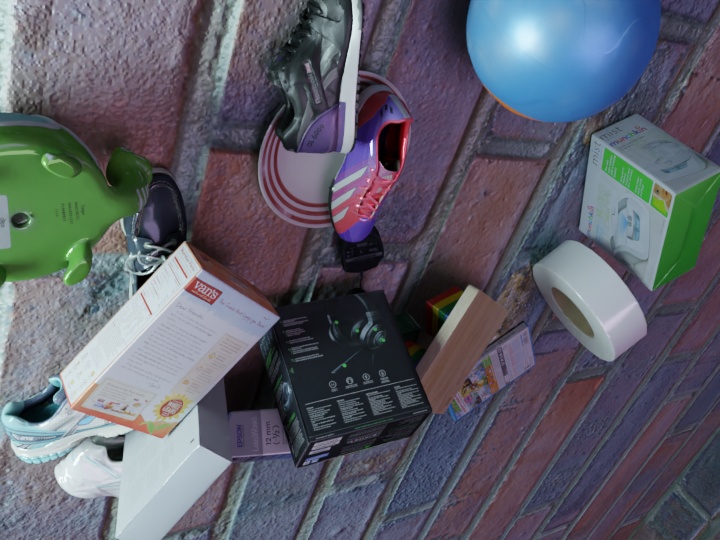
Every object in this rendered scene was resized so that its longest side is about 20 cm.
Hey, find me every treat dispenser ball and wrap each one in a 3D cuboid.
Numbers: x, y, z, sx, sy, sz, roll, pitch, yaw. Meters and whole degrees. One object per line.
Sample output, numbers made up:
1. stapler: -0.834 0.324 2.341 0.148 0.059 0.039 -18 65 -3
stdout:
1. treat dispenser ball: 0.214 -0.262 0.741 0.199 0.201 0.202 -20 136 -21

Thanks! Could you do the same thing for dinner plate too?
1. dinner plate: -0.030 -0.139 0.807 0.199 0.024 0.201 -21 137 -21

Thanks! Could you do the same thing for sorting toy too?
1. sorting toy: 0.127 0.115 1.068 0.201 0.069 0.199 -57 153 2

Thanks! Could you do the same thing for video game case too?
1. video game case: 0.245 0.195 1.321 0.199 0.018 0.144 -34 140 -7

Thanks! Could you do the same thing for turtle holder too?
1. turtle holder: -0.281 -0.077 0.593 0.185 0.132 0.141 -32 138 -10

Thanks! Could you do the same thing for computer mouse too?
1. computer mouse: 0.000 0.000 0.955 0.058 0.034 0.201 -11 141 -9

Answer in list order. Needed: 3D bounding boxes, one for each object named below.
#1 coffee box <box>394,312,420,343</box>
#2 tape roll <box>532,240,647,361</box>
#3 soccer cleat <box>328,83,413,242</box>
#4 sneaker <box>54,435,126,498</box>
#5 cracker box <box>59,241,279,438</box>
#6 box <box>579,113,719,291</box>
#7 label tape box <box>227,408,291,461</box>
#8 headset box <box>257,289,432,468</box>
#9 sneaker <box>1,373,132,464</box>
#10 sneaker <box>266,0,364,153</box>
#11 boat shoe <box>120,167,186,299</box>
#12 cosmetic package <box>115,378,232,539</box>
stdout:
1. coffee box: -0.011 0.141 1.059 0.198 0.044 0.124 -10 132 -30
2. tape roll: 0.375 0.049 1.148 0.071 0.203 0.203 -37 140 -2
3. soccer cleat: 0.012 -0.107 0.795 0.068 0.073 0.201 -9 131 -30
4. sneaker: -0.303 0.271 0.938 0.080 0.071 0.200 -48 139 11
5. cracker box: -0.203 0.081 0.753 0.200 0.058 0.134 -45 140 4
6. box: 0.439 -0.107 1.070 0.096 0.177 0.201 -25 138 -14
7. label tape box: -0.153 0.231 0.961 0.198 0.067 0.143 2 162 -18
8. headset box: -0.028 0.131 0.915 0.173 0.201 0.093 -9 150 -25
9. sneaker: -0.320 0.154 0.817 0.199 0.078 0.087 -26 135 -16
10. sneaker: -0.047 -0.211 0.680 0.087 0.076 0.202 -5 115 -16
11. boat shoe: -0.220 -0.013 0.749 0.074 0.062 0.201 -7 130 -32
12. cosmetic package: -0.225 0.207 0.838 0.052 0.200 0.151 35 103 -27
